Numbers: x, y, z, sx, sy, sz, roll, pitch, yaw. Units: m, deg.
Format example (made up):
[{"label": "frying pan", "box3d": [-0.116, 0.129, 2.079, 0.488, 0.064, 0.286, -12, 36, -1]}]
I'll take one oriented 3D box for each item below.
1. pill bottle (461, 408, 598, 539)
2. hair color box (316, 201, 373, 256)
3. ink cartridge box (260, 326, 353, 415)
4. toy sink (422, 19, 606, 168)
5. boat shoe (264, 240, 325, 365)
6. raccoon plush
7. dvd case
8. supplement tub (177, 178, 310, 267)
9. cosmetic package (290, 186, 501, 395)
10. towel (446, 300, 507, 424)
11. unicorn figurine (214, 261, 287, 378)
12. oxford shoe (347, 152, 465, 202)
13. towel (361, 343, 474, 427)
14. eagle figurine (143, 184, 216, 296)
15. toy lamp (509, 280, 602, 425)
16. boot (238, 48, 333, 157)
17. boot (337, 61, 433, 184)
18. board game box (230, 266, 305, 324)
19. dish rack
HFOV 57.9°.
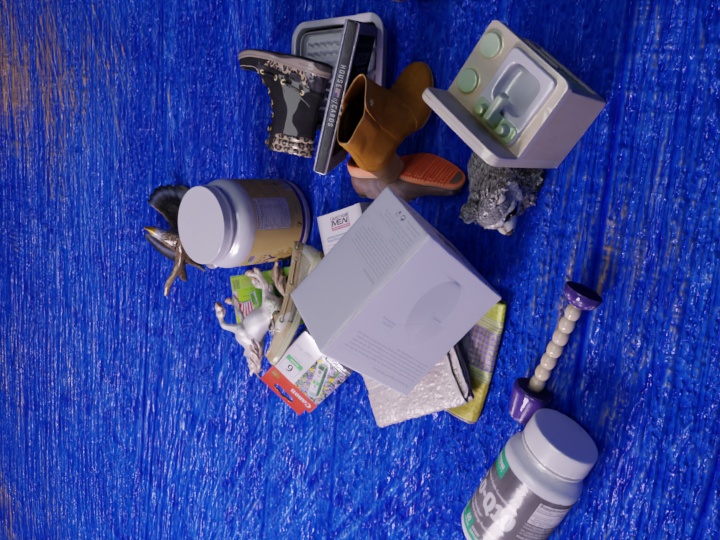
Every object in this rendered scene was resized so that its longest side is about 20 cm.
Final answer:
[{"label": "pill bottle", "box3d": [0.226, 0.293, 0.875, 0.113, 0.112, 0.203, 39, 118, 28]}, {"label": "hair color box", "box3d": [0.000, 0.000, 1.057, 0.097, 0.060, 0.206, -13, 88, 39]}, {"label": "ink cartridge box", "box3d": [-0.101, 0.186, 1.147, 0.109, 0.050, 0.200, 42, 123, -3]}, {"label": "toy sink", "box3d": [0.190, -0.210, 0.783, 0.131, 0.198, 0.113, 50, 123, 23]}, {"label": "boat shoe", "box3d": [-0.120, 0.055, 1.082, 0.062, 0.073, 0.205, 23, 90, -5]}, {"label": "raccoon plush", "box3d": [0.152, -0.133, 0.865, 0.201, 0.132, 0.097, 51, 124, 22]}, {"label": "dvd case", "box3d": [-0.020, -0.250, 0.936, 0.024, 0.151, 0.205, 17, 110, 5]}, {"label": "supplement tub", "box3d": [-0.197, -0.083, 1.119, 0.143, 0.198, 0.150, 6, 100, 38]}, {"label": "cosmetic package", "box3d": [0.049, 0.035, 0.882, 0.200, 0.198, 0.123, -47, 45, 9]}, {"label": "towel", "box3d": [0.140, 0.117, 0.981, 0.142, 0.023, 0.205, 26, 112, 35]}, {"label": "unicorn figurine", "box3d": [-0.188, 0.091, 1.151, 0.138, 0.073, 0.200, 49, 118, 10]}, {"label": "oxford shoe", "box3d": [0.072, -0.132, 0.990, 0.196, 0.071, 0.074, 15, 133, 34]}, {"label": "towel", "box3d": [0.077, 0.160, 1.003, 0.198, 0.034, 0.136, -28, 76, 39]}, {"label": "eagle figurine", "box3d": [-0.379, -0.071, 1.341, 0.150, 0.152, 0.201, -32, 34, -2]}, {"label": "toy lamp", "box3d": [0.254, 0.115, 0.866, 0.058, 0.058, 0.204, 35, 114, 30]}, {"label": "boot", "box3d": [-0.135, -0.279, 1.076, 0.197, 0.073, 0.155, 20, 108, 31]}, {"label": "boot", "box3d": [0.037, -0.236, 0.906, 0.069, 0.144, 0.206, 10, 76, 31]}, {"label": "board game box", "box3d": [-0.155, 0.049, 1.200, 0.197, 0.047, 0.105, -8, 91, 40]}, {"label": "dish rack", "box3d": [-0.032, -0.315, 1.054, 0.197, 0.043, 0.177, 10, 103, 38]}]
